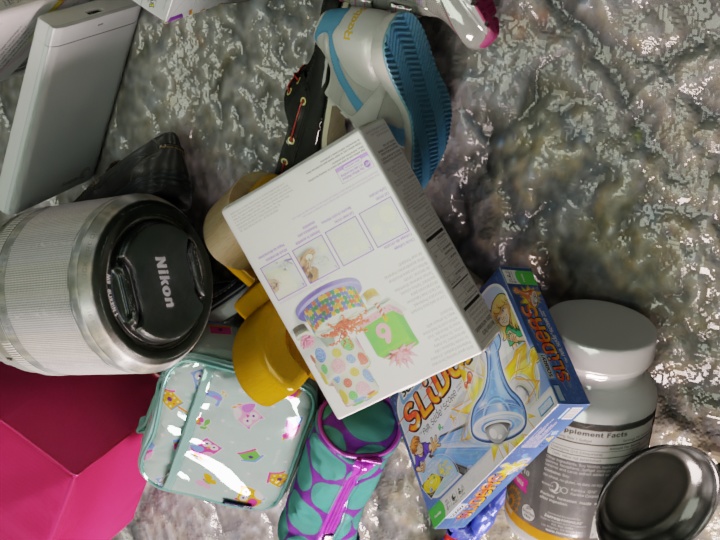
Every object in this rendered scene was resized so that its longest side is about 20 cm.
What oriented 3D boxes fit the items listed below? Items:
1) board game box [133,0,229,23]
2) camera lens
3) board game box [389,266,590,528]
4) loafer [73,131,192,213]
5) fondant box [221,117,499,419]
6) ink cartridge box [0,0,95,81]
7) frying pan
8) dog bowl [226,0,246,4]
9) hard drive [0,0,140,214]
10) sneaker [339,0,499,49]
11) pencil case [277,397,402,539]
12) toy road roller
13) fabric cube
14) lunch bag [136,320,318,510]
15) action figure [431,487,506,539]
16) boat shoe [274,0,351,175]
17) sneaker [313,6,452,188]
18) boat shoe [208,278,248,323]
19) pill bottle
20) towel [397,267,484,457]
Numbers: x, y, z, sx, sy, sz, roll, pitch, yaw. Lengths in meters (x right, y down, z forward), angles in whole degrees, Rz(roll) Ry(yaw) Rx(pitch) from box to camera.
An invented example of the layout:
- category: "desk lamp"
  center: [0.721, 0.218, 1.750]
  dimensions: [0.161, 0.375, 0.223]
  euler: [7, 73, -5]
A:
- category: "board game box"
  center: [-0.195, -0.308, 1.077]
  dimensions: [0.200, 0.103, 0.105]
  euler: [35, 123, 12]
- category: "camera lens"
  center: [-0.248, 0.016, 1.204]
  dimensions: [0.199, 0.160, 0.161]
  euler: [-5, 108, 38]
- category: "board game box"
  center: [0.102, 0.110, 1.102]
  dimensions: [0.200, 0.034, 0.136]
  euler: [-55, 43, 41]
- category: "loafer"
  center: [-0.234, -0.074, 1.299]
  dimensions: [0.199, 0.073, 0.073]
  euler: [-19, 62, 40]
- category: "fondant box"
  center: [0.000, 0.000, 1.056]
  dimensions: [0.144, 0.058, 0.201]
  euler: [-27, 93, 26]
- category: "ink cartridge box"
  center: [-0.334, -0.238, 1.194]
  dimensions: [0.145, 0.200, 0.084]
  euler: [-37, 91, 34]
- category: "frying pan"
  center: [0.272, 0.166, 1.071]
  dimensions: [0.190, 0.031, 0.115]
  euler: [-37, 120, 1]
- category: "dog bowl"
  center: [-0.144, -0.329, 1.139]
  dimensions: [0.199, 0.059, 0.201]
  euler: [11, 115, 25]
- category: "hard drive"
  center: [-0.277, -0.158, 1.237]
  dimensions: [0.027, 0.132, 0.201]
  euler: [32, 122, 14]
- category: "sneaker"
  center: [0.028, -0.240, 1.062]
  dimensions: [0.200, 0.081, 0.088]
  euler: [45, 109, 15]
- category: "pencil case"
  center: [-0.021, 0.201, 1.250]
  dimensions: [0.085, 0.093, 0.201]
  euler: [5, 136, -13]
- category: "toy road roller"
  center: [-0.073, 0.027, 1.160]
  dimensions: [0.200, 0.146, 0.123]
  euler: [43, 152, -6]
- category: "fabric cube"
  center: [-0.341, 0.186, 1.376]
  dimensions: [0.200, 0.196, 0.200]
  euler: [33, 123, 13]
- category: "lunch bag"
  center: [-0.133, 0.147, 1.278]
  dimensions: [0.160, 0.077, 0.201]
  euler: [14, 127, -11]
- category: "action figure"
  center: [0.090, 0.252, 1.231]
  dimensions: [0.065, 0.099, 0.201]
  euler: [31, 124, 16]
- category: "boat shoe"
  center: [-0.039, -0.149, 1.146]
  dimensions: [0.063, 0.074, 0.202]
  euler: [18, 122, 12]
- category: "sneaker"
  center: [0.021, -0.141, 1.088]
  dimensions: [0.080, 0.077, 0.200]
  euler: [16, 147, 27]
- category: "boat shoe"
  center: [-0.197, 0.026, 1.306]
  dimensions: [0.200, 0.071, 0.091]
  euler: [-20, 101, 34]
- category: "pill bottle"
  center: [0.190, 0.134, 1.113]
  dimensions: [0.116, 0.116, 0.201]
  euler: [15, 116, 23]
- category: "towel"
  center: [0.066, 0.085, 1.210]
  dimensions: [0.132, 0.034, 0.200]
  euler: [40, 123, 8]
